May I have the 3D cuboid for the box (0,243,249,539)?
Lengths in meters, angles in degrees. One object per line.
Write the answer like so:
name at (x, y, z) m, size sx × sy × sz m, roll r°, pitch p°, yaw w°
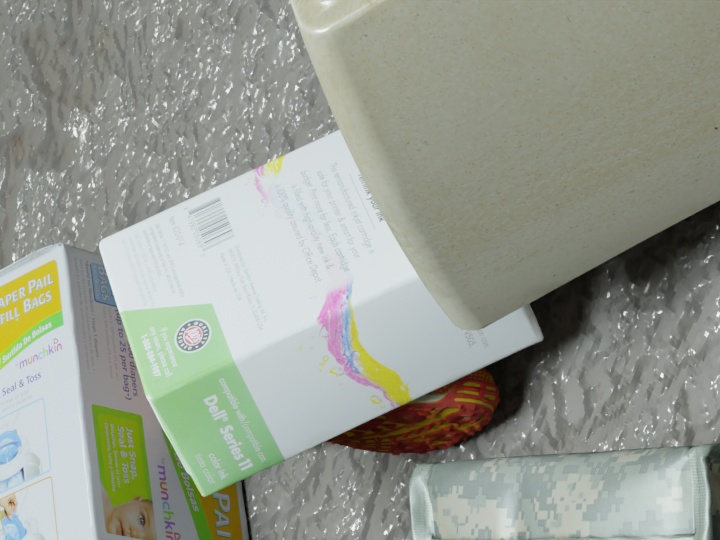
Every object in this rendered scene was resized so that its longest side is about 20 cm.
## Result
box at (-0.129, 0.103, 1.371) m, size 0.101 × 0.112 × 0.201 m, roll -25°, pitch 63°, yaw 35°

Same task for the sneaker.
sneaker at (-0.013, 0.042, 1.281) m, size 0.200 × 0.073 × 0.078 m, roll 1°, pitch 77°, yaw 50°

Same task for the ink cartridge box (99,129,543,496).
ink cartridge box at (0.000, 0.000, 1.212) m, size 0.199 × 0.067 × 0.117 m, roll -25°, pitch 39°, yaw 1°

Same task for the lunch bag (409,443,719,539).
lunch bag at (0.106, 0.167, 1.067) m, size 0.164 × 0.117 × 0.201 m, roll -7°, pitch 83°, yaw 51°

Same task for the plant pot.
plant pot at (0.056, -0.131, 1.084) m, size 0.199 × 0.177 × 0.200 m, roll -29°, pitch 57°, yaw 16°
